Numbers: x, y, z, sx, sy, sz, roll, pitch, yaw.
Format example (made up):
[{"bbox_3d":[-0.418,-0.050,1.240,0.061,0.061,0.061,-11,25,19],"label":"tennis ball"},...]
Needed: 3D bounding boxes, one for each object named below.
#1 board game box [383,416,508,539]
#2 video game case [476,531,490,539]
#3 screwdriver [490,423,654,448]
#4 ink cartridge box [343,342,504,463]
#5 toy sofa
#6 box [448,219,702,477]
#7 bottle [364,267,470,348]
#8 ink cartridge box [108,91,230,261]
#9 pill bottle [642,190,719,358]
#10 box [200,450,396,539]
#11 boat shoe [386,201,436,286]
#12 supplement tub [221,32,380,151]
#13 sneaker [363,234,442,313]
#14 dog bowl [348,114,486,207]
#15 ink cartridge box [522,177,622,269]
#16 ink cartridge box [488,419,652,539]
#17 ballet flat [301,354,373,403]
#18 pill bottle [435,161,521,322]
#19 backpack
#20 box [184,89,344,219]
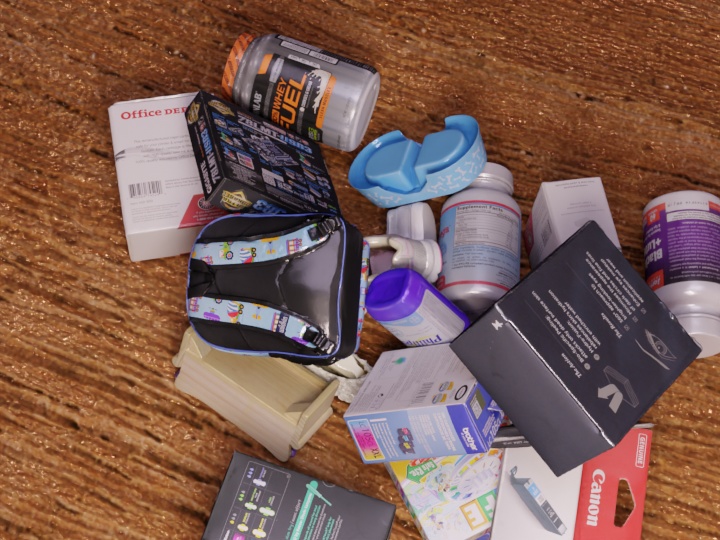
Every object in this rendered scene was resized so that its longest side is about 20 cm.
[{"bbox_3d":[0.145,0.240,1.580,0.199,0.034,0.135,-24,68,-13],"label":"board game box"},{"bbox_3d":[0.207,0.260,1.618,0.199,0.046,0.182,25,66,9],"label":"video game case"},{"bbox_3d":[0.243,0.183,1.527,0.198,0.028,0.029,-9,92,-3],"label":"screwdriver"},{"bbox_3d":[0.098,0.151,1.544,0.199,0.077,0.137,-12,27,32],"label":"ink cartridge box"},{"bbox_3d":[-0.133,0.139,1.648,0.199,0.098,0.083,33,42,12],"label":"toy sofa"},{"bbox_3d":[0.242,0.086,1.482,0.200,0.117,0.197,-37,85,-37],"label":"box"},{"bbox_3d":[0.093,0.074,1.631,0.083,0.200,0.066,-10,51,42],"label":"bottle"},{"bbox_3d":[-0.251,-0.126,1.760,0.146,0.083,0.201,-8,65,-8],"label":"ink cartridge box"},{"bbox_3d":[0.427,0.007,1.716,0.110,0.112,0.201,3,63,-1],"label":"pill bottle"},{"bbox_3d":[-0.072,0.313,1.519,0.199,0.149,0.125,17,65,6],"label":"box"},{"bbox_3d":[0.059,0.007,1.726,0.068,0.072,0.202,-8,73,24],"label":"boat shoe"},{"bbox_3d":[-0.082,-0.249,1.808,0.199,0.123,0.123,19,64,7],"label":"supplement tub"},{"bbox_3d":[0.000,0.000,1.675,0.199,0.088,0.082,-26,60,25],"label":"sneaker"},{"bbox_3d":[0.079,-0.140,1.749,0.199,0.050,0.112,-12,41,33],"label":"dog bowl"},{"bbox_3d":[0.280,0.003,1.691,0.084,0.146,0.201,-6,65,-7],"label":"ink cartridge box"},{"bbox_3d":[0.249,0.254,1.534,0.175,0.045,0.201,11,65,4],"label":"ink cartridge box"},{"bbox_3d":[-0.058,0.094,1.674,0.199,0.072,0.072,33,67,13],"label":"ballet flat"},{"bbox_3d":[0.156,-0.036,1.724,0.108,0.109,0.201,6,63,0],"label":"pill bottle"},{"bbox_3d":[-0.102,0.020,1.581,0.198,0.134,0.184,1,86,16],"label":"backpack"},{"bbox_3d":[-0.121,-0.127,1.693,0.199,0.050,0.199,23,29,-34],"label":"box"}]
